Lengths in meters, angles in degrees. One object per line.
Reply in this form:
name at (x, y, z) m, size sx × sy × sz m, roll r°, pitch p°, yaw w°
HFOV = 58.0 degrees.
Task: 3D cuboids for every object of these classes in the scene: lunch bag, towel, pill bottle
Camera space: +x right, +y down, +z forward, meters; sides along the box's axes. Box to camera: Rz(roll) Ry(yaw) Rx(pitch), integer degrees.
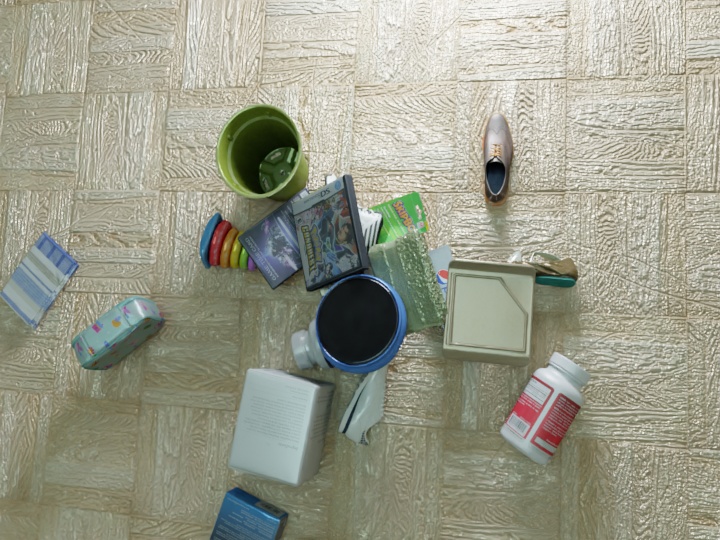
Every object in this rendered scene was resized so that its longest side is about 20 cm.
lunch bag at (-0.559, 0.146, 1.502) m, size 0.198 × 0.160 × 0.078 m, roll -37°, pitch 82°, yaw -1°
towel at (0.096, 0.029, 1.358) m, size 0.145 × 0.036 × 0.206 m, roll -20°, pitch 84°, yaw 34°
pill bottle at (0.375, 0.274, 1.304) m, size 0.111 × 0.112 × 0.203 m, roll 32°, pitch 90°, yaw 14°
towel at (-0.811, 0.025, 1.640) m, size 0.145 × 0.024 × 0.203 m, roll 35°, pitch 89°, yaw 16°
pill bottle at (-0.047, 0.147, 1.412) m, size 0.194 × 0.111 × 0.114 m, roll -19°, pitch 79°, yaw 9°

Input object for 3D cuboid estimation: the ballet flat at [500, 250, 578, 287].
ballet flat at (0.359, -0.006, 1.373) m, size 0.193 × 0.068 × 0.075 m, roll 0°, pitch 62°, yaw 12°

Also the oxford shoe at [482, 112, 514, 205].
oxford shoe at (0.299, -0.249, 1.407) m, size 0.069 × 0.073 × 0.208 m, roll -2°, pitch 82°, yaw 12°

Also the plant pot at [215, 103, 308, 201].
plant pot at (-0.200, -0.240, 1.458) m, size 0.193 × 0.184 × 0.208 m, roll -2°, pitch 82°, yaw 11°

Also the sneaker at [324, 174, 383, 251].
sneaker at (-0.011, -0.130, 1.448) m, size 0.112 × 0.076 × 0.206 m, roll -15°, pitch 73°, yaw -6°

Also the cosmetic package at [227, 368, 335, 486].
cosmetic package at (-0.163, 0.328, 1.387) m, size 0.160 × 0.165 × 0.207 m, roll 11°, pitch 84°, yaw 13°

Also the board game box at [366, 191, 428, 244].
board game box at (0.053, -0.100, 1.465) m, size 0.194 × 0.030 × 0.098 m, roll -19°, pitch 77°, yaw 12°

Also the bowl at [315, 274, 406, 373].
bowl at (-0.003, 0.106, 1.330) m, size 0.194 × 0.039 × 0.207 m, roll -5°, pitch 70°, yaw 14°

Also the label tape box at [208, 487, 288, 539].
label tape box at (-0.259, 0.607, 1.424) m, size 0.139 × 0.066 × 0.206 m, roll 20°, pitch 90°, yaw 14°

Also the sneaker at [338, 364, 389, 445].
sneaker at (0.024, 0.274, 1.409) m, size 0.079 × 0.076 × 0.205 m, roll 26°, pitch 93°, yaw 3°

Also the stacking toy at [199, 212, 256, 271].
stacking toy at (-0.264, -0.043, 1.499) m, size 0.194 × 0.110 × 0.119 m, roll 17°, pitch 72°, yaw 2°

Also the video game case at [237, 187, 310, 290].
video game case at (-0.160, -0.074, 1.472) m, size 0.198 × 0.019 × 0.144 m, roll -37°, pitch 85°, yaw -14°

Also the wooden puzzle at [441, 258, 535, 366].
wooden puzzle at (0.263, 0.086, 1.335) m, size 0.178 × 0.037 × 0.208 m, roll 5°, pitch 87°, yaw 7°

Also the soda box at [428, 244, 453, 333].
soda box at (0.190, 0.054, 1.397) m, size 0.066 × 0.063 × 0.206 m, roll -18°, pitch 79°, yaw 7°

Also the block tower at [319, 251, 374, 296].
block tower at (0.000, 0.000, 1.451) m, size 0.194 × 0.058 × 0.056 m, roll -21°, pitch 79°, yaw 7°

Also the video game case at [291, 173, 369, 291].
video game case at (-0.069, -0.078, 1.398) m, size 0.178 × 0.025 × 0.207 m, roll -21°, pitch 75°, yaw 40°
